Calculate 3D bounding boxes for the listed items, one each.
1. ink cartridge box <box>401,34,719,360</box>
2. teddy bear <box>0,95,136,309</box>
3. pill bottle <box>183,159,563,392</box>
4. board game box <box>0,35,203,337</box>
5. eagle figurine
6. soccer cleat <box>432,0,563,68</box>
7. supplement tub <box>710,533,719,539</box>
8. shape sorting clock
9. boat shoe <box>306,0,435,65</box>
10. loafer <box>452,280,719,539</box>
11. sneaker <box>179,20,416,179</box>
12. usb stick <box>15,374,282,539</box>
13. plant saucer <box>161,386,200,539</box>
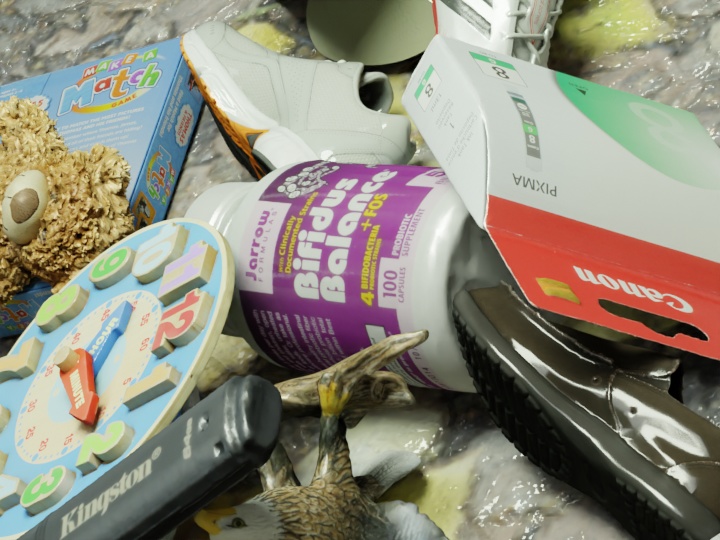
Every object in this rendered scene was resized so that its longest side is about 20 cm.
[{"bbox_3d":[0.123,-0.033,1.434,0.050,0.161,0.200,-64,29,21],"label":"ink cartridge box"},{"bbox_3d":[-0.217,-0.037,1.729,0.145,0.067,0.200,-46,38,-8],"label":"teddy bear"},{"bbox_3d":[0.000,0.000,1.534,0.200,0.112,0.112,5,52,42],"label":"pill bottle"},{"bbox_3d":[-0.180,-0.048,1.797,0.151,0.037,0.200,-12,44,29],"label":"board game box"},{"bbox_3d":[-0.026,0.145,1.410,0.152,0.151,0.201,129,137,-64],"label":"eagle figurine"},{"bbox_3d":[0.078,-0.131,1.612,0.085,0.069,0.200,-27,56,27],"label":"soccer cleat"},{"bbox_3d":[0.181,0.160,1.192,0.200,0.132,0.132,-34,36,2],"label":"supplement tub"},{"bbox_3d":[-0.139,0.054,1.505,0.200,0.039,0.200,-32,32,23],"label":"shape sorting clock"},{"bbox_3d":[0.056,-0.171,1.725,0.201,0.074,0.063,-23,-7,35],"label":"boat shoe"},{"bbox_3d":[0.120,0.067,1.386,0.071,0.073,0.200,-36,56,-17],"label":"loafer"},{"bbox_3d":[-0.032,-0.094,1.708,0.092,0.076,0.200,-32,43,-7],"label":"sneaker"},{"bbox_3d":[-0.112,0.114,1.382,0.200,0.033,0.056,-36,27,31],"label":"usb stick"},{"bbox_3d":[-0.146,0.131,1.509,0.200,0.050,0.200,-33,32,24],"label":"plant saucer"}]
